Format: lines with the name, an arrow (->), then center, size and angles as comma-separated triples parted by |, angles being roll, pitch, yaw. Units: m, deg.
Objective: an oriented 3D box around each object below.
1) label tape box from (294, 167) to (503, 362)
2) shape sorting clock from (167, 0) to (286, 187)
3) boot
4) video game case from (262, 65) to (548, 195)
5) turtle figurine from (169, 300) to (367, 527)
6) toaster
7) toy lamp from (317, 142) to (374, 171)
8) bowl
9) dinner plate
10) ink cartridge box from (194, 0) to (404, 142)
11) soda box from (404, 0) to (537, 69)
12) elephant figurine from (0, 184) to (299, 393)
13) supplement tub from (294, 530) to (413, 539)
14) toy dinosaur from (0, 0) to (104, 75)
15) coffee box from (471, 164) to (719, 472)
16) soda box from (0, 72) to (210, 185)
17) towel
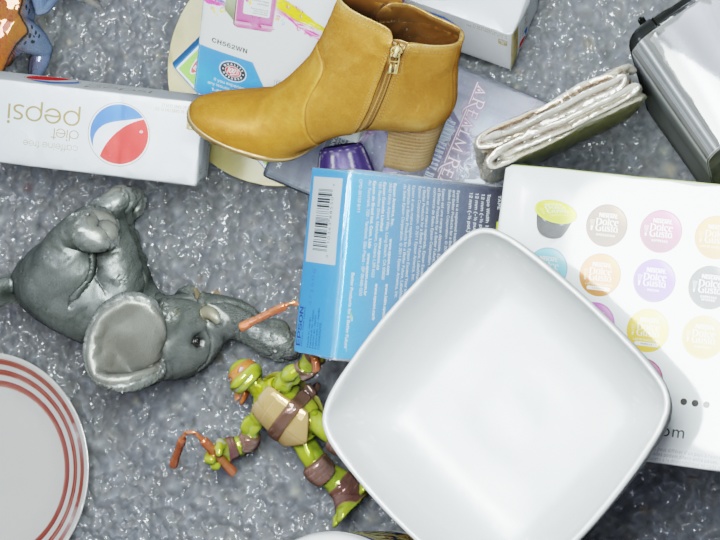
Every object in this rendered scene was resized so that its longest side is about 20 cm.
label tape box -> 0.053, 0.001, 1.654 | 0.066, 0.199, 0.145 | 6, 91, 56
shape sorting clock -> -0.063, -0.169, 1.764 | 0.198, 0.039, 0.202 | 0, 88, 8
boot -> -0.027, -0.148, 1.570 | 0.199, 0.145, 0.071 | 9, 46, 1
video game case -> 0.038, -0.104, 1.717 | 0.199, 0.019, 0.144 | 23, 91, 11
turtle figurine -> -0.057, 0.127, 1.706 | 0.161, 0.064, 0.200 | 43, 118, 7
toaster -> 0.299, -0.157, 1.551 | 0.180, 0.200, 0.119 | -33, 73, 3
toy lamp -> 0.000, 0.000, 1.690 | 0.058, 0.058, 0.202 | -7, 99, 18
bowl -> 0.098, 0.098, 1.450 | 0.200, 0.075, 0.200 | 44, 100, 17
dinner plate -> -0.318, 0.171, 1.821 | 0.199, 0.024, 0.202 | -3, 82, 19
ink cartridge box -> -0.042, -0.218, 1.632 | 0.144, 0.085, 0.201 | 17, 127, 10
soda box -> 0.040, -0.231, 1.699 | 0.199, 0.068, 0.064 | 20, 74, 10
elephant figurine -> -0.179, 0.042, 1.742 | 0.155, 0.141, 0.201 | -37, 89, 41
supplement tub -> 0.006, 0.268, 1.604 | 0.143, 0.200, 0.146 | -2, 83, 18
toy dinosaur -> -0.279, -0.223, 1.790 | 0.104, 0.200, 0.183 | 9, 122, 11
coffee box -> 0.210, 0.039, 1.561 | 0.198, 0.200, 0.199 | 7, 87, 19
soda box -> -0.221, -0.116, 1.724 | 0.198, 0.064, 0.069 | 7, 100, 4
towel -> 0.145, -0.109, 1.592 | 0.132, 0.200, 0.035 | -25, 87, 1
